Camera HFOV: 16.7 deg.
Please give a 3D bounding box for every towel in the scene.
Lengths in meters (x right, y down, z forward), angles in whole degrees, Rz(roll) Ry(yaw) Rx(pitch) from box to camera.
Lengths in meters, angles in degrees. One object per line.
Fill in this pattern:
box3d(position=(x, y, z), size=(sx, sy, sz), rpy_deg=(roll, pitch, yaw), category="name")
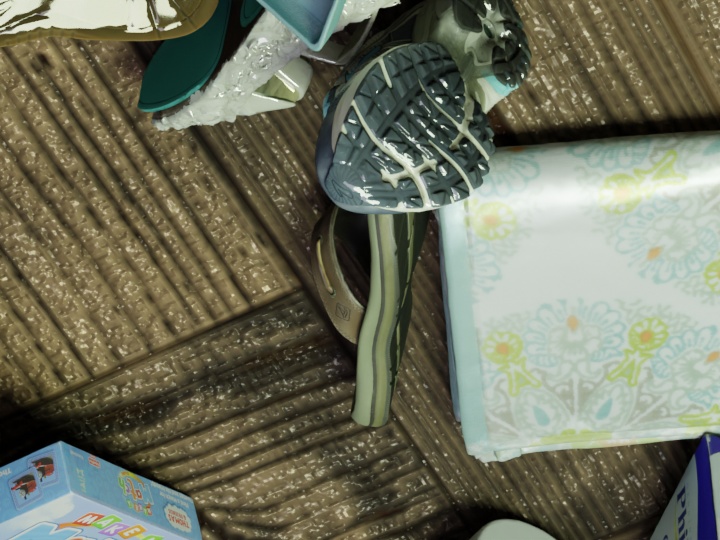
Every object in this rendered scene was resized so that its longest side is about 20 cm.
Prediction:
box3d(position=(0.129, 0.014, 1.332), size=(0.170, 0.048, 0.201), rpy_deg=(-6, 126, 1), category="towel")

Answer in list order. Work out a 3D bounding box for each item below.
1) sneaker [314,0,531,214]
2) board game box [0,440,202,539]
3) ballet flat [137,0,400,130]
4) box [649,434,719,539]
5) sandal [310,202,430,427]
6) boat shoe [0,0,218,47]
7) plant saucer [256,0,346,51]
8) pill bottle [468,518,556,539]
box3d(position=(0.018, -0.071, 1.179), size=(0.086, 0.200, 0.078), rpy_deg=(-27, 103, 32), category="sneaker")
box3d(position=(-0.213, 0.165, 1.409), size=(0.199, 0.037, 0.151), rpy_deg=(-25, 154, 17), category="board game box")
box3d(position=(-0.040, -0.111, 1.190), size=(0.072, 0.072, 0.200), rpy_deg=(29, 147, -20), category="ballet flat")
box3d(position=(0.258, 0.203, 1.410), size=(0.183, 0.105, 0.201), rpy_deg=(9, 140, -7), category="box")
box3d(position=(0.000, 0.001, 1.307), size=(0.057, 0.080, 0.202), rpy_deg=(13, 127, 8), category="sandal")
box3d(position=(-0.169, -0.149, 1.180), size=(0.199, 0.066, 0.074), rpy_deg=(6, 113, -18), category="boat shoe")
box3d(position=(-0.069, -0.185, 1.123), size=(0.200, 0.019, 0.070), rpy_deg=(42, 129, 25), category="plant saucer")
box3d(position=(0.051, 0.246, 1.463), size=(0.113, 0.113, 0.200), rpy_deg=(28, 122, -19), category="pill bottle")
